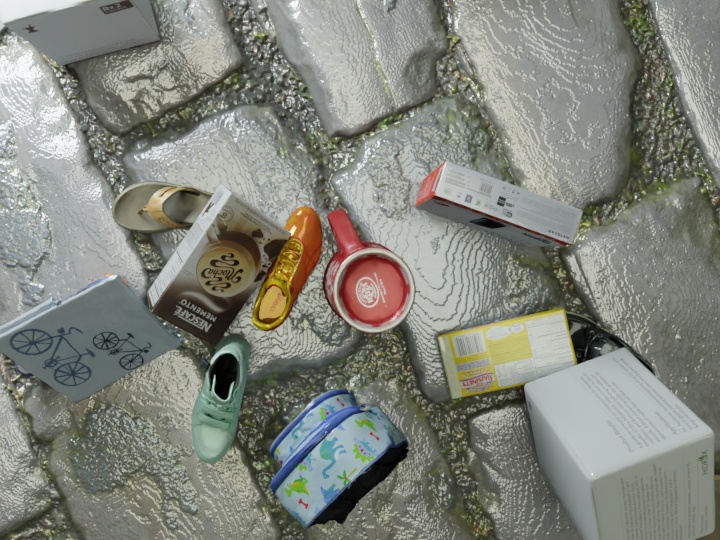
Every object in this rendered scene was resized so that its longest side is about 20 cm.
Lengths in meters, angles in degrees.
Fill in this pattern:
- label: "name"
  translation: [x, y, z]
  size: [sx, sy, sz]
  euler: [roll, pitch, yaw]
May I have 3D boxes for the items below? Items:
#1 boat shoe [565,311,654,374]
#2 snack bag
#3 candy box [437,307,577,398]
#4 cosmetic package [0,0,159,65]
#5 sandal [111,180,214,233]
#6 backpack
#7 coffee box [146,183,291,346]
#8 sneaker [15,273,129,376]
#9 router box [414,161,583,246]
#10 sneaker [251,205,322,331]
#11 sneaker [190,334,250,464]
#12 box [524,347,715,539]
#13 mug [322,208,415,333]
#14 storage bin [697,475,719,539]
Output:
- label: "boat shoe"
  translation: [0.372, 0.125, 0.940]
  size: [0.198, 0.066, 0.075]
  euler: [33, 91, -3]
- label: "snack bag"
  translation: [-0.386, 0.098, 0.864]
  size: [0.199, 0.021, 0.189]
  euler: [-28, 138, -2]
- label: "candy box"
  translation: [0.227, 0.129, 0.931]
  size: [0.198, 0.026, 0.103]
  euler: [-13, 94, 11]
- label: "cosmetic package"
  translation: [-0.404, -0.426, 0.835]
  size: [0.163, 0.165, 0.202]
  euler: [-15, 92, -2]
- label: "sandal"
  translation: [-0.275, -0.092, 0.905]
  size: [0.198, 0.054, 0.081]
  euler: [6, 92, -4]
- label: "backpack"
  translation: [-0.041, 0.267, 0.855]
  size: [0.183, 0.200, 0.147]
  euler: [-45, 73, 0]
- label: "coffee box"
  translation: [-0.208, -0.008, 0.878]
  size: [0.113, 0.080, 0.201]
  euler: [33, 91, -30]
- label: "sneaker"
  translation: [-0.438, 0.079, 0.889]
  size: [0.075, 0.078, 0.200]
  euler: [45, 89, -3]
- label: "router box"
  translation: [0.190, -0.090, 0.869]
  size: [0.198, 0.179, 0.049]
  euler: [19, 90, -3]
- label: "sneaker"
  translation: [-0.106, 0.000, 0.907]
  size: [0.072, 0.077, 0.202]
  euler: [18, 89, -2]
- label: "sneaker"
  translation: [-0.215, 0.201, 0.884]
  size: [0.073, 0.118, 0.203]
  euler: [13, 92, -5]
- label: "box"
  translation: [0.361, 0.262, 0.849]
  size: [0.170, 0.199, 0.202]
  euler: [-19, 117, -2]
- label: "mug"
  translation: [-0.005, 0.011, 0.850]
  size: [0.177, 0.200, 0.134]
  euler: [38, 90, -4]
- label: "storage bin"
  translation: [0.648, 0.438, 0.950]
  size: [0.196, 0.094, 0.202]
  euler: [0, 91, -3]
